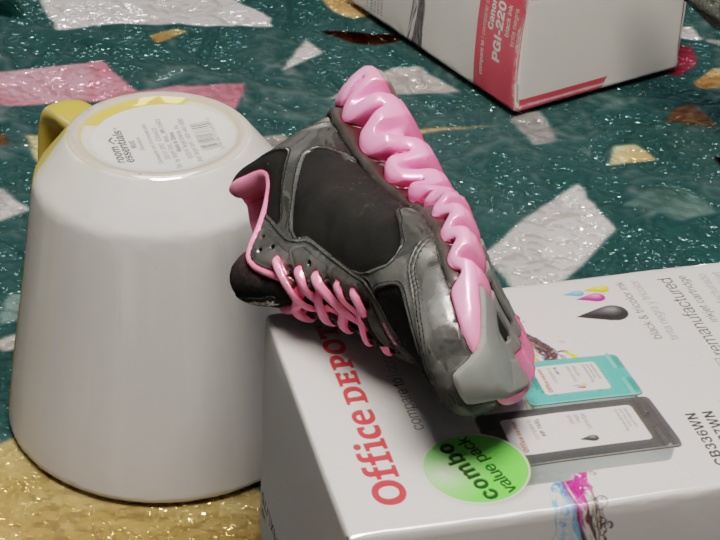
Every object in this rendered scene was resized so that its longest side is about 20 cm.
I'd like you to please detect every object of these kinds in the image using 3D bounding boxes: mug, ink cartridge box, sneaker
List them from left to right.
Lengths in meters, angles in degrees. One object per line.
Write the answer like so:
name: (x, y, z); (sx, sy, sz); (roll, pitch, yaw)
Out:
mug: (-0.109, -0.002, 0.881); (0.186, 0.154, 0.149); (17, 36, 22)
sneaker: (0.000, 0.000, 0.712); (0.095, 0.079, 0.200); (-25, 32, -1)
ink cartridge box: (0.103, -0.198, 1.274); (0.145, 0.085, 0.200); (-17, 36, -30)
ink cartridge box: (0.071, 0.103, 0.736); (0.199, 0.147, 0.147); (-7, 33, -13)

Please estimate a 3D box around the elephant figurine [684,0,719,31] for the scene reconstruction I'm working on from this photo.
elephant figurine: (0.286, -0.135, 1.135); (0.141, 0.155, 0.200); (-36, 54, -15)
